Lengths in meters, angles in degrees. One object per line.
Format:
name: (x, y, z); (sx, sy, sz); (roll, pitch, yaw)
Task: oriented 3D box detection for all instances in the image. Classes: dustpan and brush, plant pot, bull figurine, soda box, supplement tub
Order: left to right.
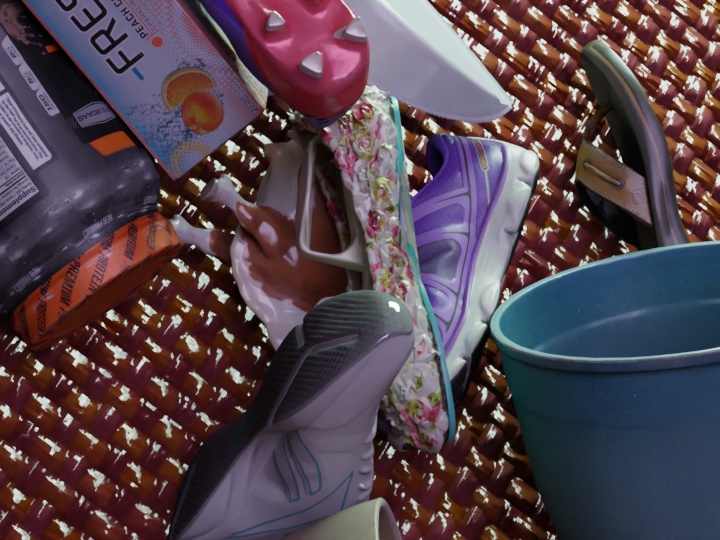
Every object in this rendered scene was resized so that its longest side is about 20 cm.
supplement tub: (-0.185, -0.068, 0.939); (0.122, 0.122, 0.201); (-33, 86, -26)
soda box: (-0.131, -0.147, 0.921); (0.063, 0.068, 0.200); (-35, 108, 12)
bull figurine: (-0.038, -0.031, 1.007); (0.121, 0.065, 0.201); (34, 58, -28)
dustpan and brush: (-0.012, -0.139, 1.015); (0.140, 0.057, 0.200); (53, 18, 28)
plant pot: (0.182, 0.102, 0.975); (0.199, 0.200, 0.190); (-17, 106, -24)

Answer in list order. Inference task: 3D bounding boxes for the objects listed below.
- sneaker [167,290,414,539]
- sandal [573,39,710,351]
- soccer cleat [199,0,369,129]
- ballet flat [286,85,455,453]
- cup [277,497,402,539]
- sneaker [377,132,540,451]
sneaker: (-0.020, 0.085, 0.920); (0.080, 0.201, 0.071); (27, 39, -16)
sandal: (0.159, -0.042, 1.094); (0.054, 0.082, 0.202); (-14, 84, -1)
soccer cleat: (-0.069, -0.155, 0.911); (0.067, 0.077, 0.200); (-37, 80, -20)
ballet flat: (0.000, 0.000, 0.951); (0.063, 0.076, 0.202); (-6, 73, -15)
cup: (-0.038, 0.222, 0.874); (0.142, 0.200, 0.202); (-12, 75, 4)
sneaker: (0.039, 0.010, 1.035); (0.083, 0.081, 0.201); (17, 59, 4)
